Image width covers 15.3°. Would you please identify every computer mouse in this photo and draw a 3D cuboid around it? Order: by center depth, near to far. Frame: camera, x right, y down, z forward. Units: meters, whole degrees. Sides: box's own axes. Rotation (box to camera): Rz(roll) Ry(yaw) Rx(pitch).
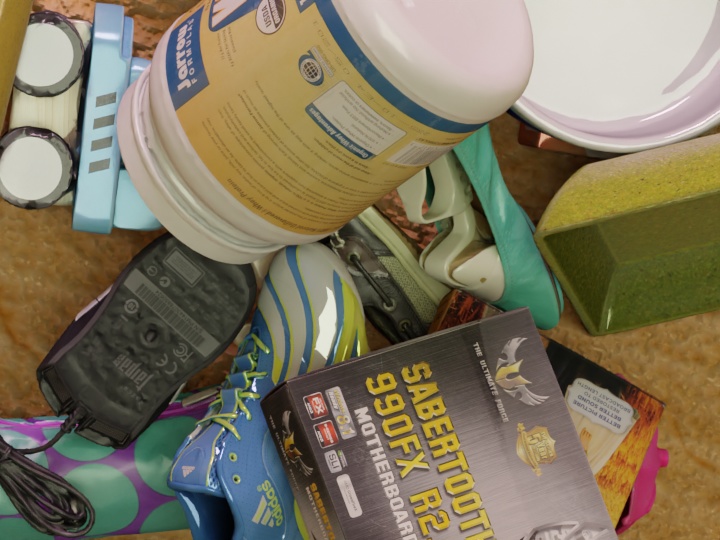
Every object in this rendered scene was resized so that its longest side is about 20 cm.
[{"bbox_3d":[-0.159,0.038,1.508,0.140,0.046,0.200,37,99,-5],"label":"computer mouse"}]

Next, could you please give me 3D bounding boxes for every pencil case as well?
[{"bbox_3d":[-0.149,0.112,1.575,0.199,0.085,0.093,-7,117,-10],"label":"pencil case"}]

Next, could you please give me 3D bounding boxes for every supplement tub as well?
[{"bbox_3d":[-0.022,-0.103,1.431,0.200,0.145,0.145,-35,103,35],"label":"supplement tub"}]

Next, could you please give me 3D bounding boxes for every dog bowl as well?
[{"bbox_3d":[0.147,-0.170,1.543,0.199,0.079,0.201,-1,95,-7],"label":"dog bowl"}]

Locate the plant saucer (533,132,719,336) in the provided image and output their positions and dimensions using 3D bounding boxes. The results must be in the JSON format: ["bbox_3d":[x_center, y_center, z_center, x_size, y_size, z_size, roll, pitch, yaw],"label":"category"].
[{"bbox_3d":[0.210,-0.032,1.562,0.199,0.200,0.048,-13,69,11],"label":"plant saucer"}]

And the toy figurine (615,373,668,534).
[{"bbox_3d":[0.091,0.122,1.605,0.184,0.150,0.200,-38,97,-16],"label":"toy figurine"}]

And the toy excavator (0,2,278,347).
[{"bbox_3d":[-0.114,-0.052,1.548,0.199,0.100,0.195,5,95,-5],"label":"toy excavator"}]

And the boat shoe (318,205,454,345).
[{"bbox_3d":[0.000,0.000,1.596,0.200,0.073,0.065,41,83,-11],"label":"boat shoe"}]

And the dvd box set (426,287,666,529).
[{"bbox_3d":[0.074,0.128,1.520,0.146,0.029,0.200,30,64,-6],"label":"dvd box set"}]

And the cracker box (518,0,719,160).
[{"bbox_3d":[0.206,-0.126,1.626,0.199,0.058,0.135,8,94,-11],"label":"cracker box"}]

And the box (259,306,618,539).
[{"bbox_3d":[0.053,0.136,1.458,0.158,0.048,0.201,-16,80,-26],"label":"box"}]

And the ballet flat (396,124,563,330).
[{"bbox_3d":[0.056,-0.035,1.551,0.070,0.067,0.201,-38,121,-27],"label":"ballet flat"}]

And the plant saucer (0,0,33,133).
[{"bbox_3d":[-0.247,-0.154,1.501,0.048,0.200,0.201,11,95,-47],"label":"plant saucer"}]

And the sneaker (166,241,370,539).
[{"bbox_3d":[-0.052,0.083,1.489,0.105,0.076,0.201,-2,93,-51],"label":"sneaker"}]
